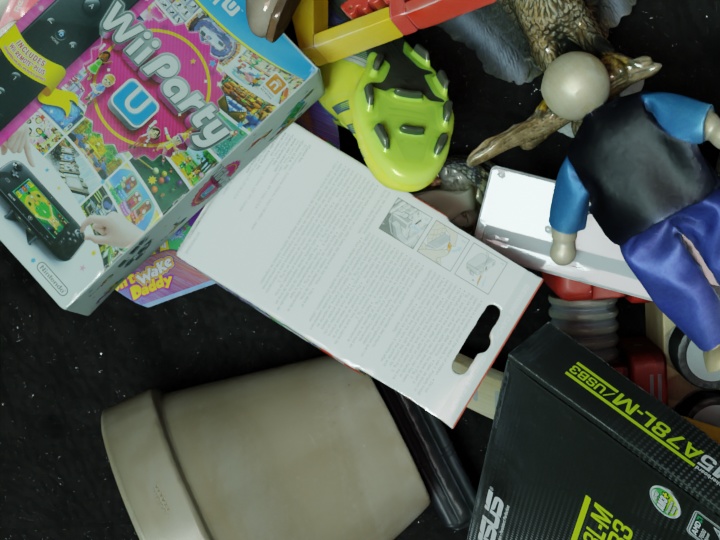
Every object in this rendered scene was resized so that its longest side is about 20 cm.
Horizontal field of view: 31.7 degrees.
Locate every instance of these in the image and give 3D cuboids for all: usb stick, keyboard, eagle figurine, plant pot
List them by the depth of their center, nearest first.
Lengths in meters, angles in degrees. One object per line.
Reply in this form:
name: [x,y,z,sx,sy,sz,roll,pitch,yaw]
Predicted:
keyboard: [0.170,-0.012,0.772,0.199,0.011,0.057,15,97,7]
eagle figurine: [0.111,-0.182,0.805,0.151,0.151,0.201,-9,63,-28]
plant pot: [-0.055,0.144,0.857,0.173,0.200,0.201,-27,96,-4]
usb stick: [0.032,0.088,0.887,0.032,0.055,0.201,-26,94,3]

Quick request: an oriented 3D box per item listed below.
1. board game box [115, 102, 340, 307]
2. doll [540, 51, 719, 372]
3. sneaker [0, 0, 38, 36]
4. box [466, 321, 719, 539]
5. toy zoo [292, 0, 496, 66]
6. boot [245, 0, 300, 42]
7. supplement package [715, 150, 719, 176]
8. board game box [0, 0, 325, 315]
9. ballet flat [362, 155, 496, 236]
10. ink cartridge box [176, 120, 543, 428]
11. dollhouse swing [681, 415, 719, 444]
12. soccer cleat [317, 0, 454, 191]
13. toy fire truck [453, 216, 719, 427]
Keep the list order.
board game box: [-0.113,-0.071,0.849,0.199,0.039,0.159,-19,69,13]
doll: [0.167,-0.038,0.732,0.136,0.048,0.201,-33,94,34]
sneaker: [-0.170,-0.140,0.816,0.199,0.105,0.076,9,62,30]
box: [0.157,0.158,0.758,0.193,0.047,0.201,35,142,26]
toy zoo: [0.027,-0.199,0.759,0.199,0.020,0.132,-16,58,24]
boot: [-0.081,-0.226,0.727,0.146,0.201,0.070,25,137,-6]
supplement package: [0.313,-0.139,0.736,0.150,0.152,0.201,14,89,6]
board game box: [-0.142,-0.095,0.749,0.200,0.064,0.148,-44,84,-2]
ballet flat: [0.002,-0.039,0.861,0.199,0.072,0.073,-10,99,10]
ink cartridge box: [0.000,0.000,0.778,0.199,0.050,0.109,32,85,10]
dollhouse swing: [0.231,0.206,0.782,0.175,0.183,0.200,5,146,-15]
soccer cleat: [0.007,-0.110,0.798,0.064,0.201,0.084,1,135,-22]
toy fire truck: [0.140,0.040,0.843,0.199,0.129,0.177,-5,100,-1]
